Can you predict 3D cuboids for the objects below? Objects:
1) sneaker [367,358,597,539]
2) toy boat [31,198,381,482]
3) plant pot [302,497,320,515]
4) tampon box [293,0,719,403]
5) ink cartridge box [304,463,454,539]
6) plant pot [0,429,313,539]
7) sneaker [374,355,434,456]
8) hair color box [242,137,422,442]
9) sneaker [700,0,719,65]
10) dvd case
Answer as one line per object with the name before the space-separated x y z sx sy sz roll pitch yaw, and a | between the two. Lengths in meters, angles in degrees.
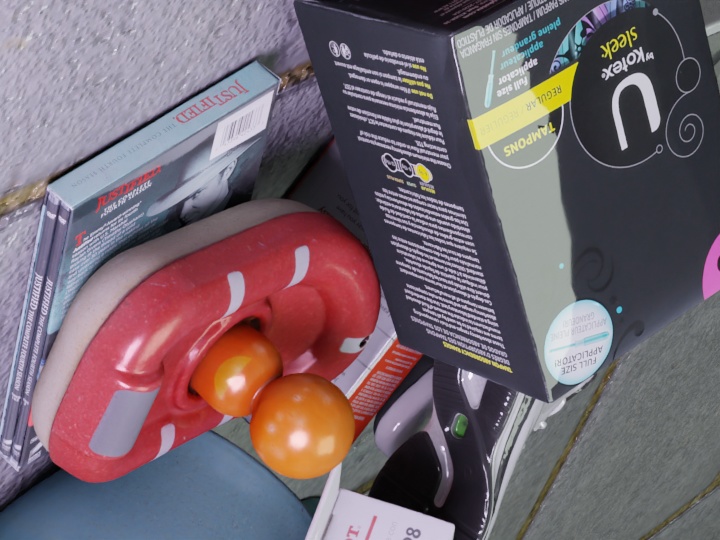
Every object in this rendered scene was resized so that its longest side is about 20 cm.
sneaker | 0.078 0.097 1.468 0.115 0.076 0.201 -9 126 -52
toy boat | -0.055 0.051 1.313 0.200 0.131 0.131 -25 150 -50
plant pot | -0.030 0.282 1.800 0.201 0.161 0.201 -42 159 -20
tampon box | 0.085 -0.066 1.310 0.150 0.126 0.200 -32 119 -26
ink cartridge box | -0.002 0.194 1.366 0.200 0.067 0.116 94 15 -60
plant pot | -0.122 0.182 1.404 0.188 0.200 0.200 -55 163 -23
sneaker | 0.033 0.034 1.559 0.200 0.099 0.071 -45 161 -48
hair color box | 0.000 0.000 1.449 0.200 0.101 0.061 -51 161 6
sneaker | 0.196 -0.142 1.607 0.200 0.071 0.099 -39 160 -12
dvd case | -0.112 0.000 1.327 0.146 0.022 0.200 -35 156 -37
